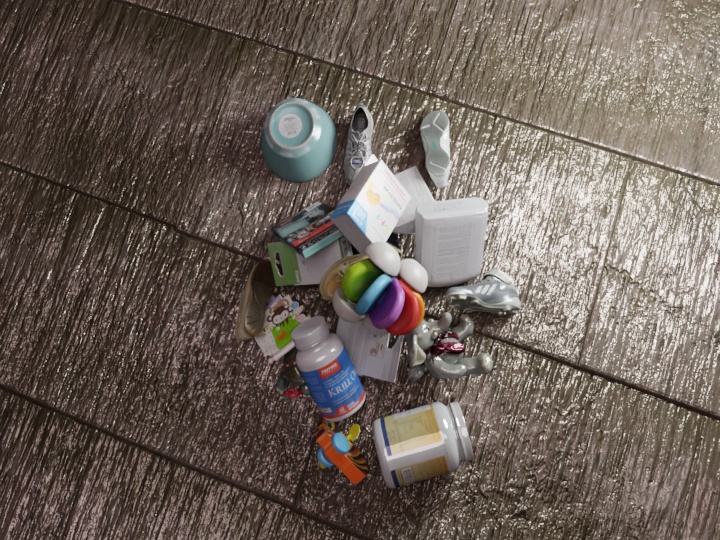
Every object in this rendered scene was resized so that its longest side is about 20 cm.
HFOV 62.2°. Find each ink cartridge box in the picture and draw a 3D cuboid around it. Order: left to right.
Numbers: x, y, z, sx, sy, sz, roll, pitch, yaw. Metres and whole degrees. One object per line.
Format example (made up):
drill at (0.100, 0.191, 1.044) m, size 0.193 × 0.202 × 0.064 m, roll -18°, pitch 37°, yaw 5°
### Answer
ink cartridge box at (-0.113, -0.027, 1.375) m, size 0.194 × 0.059 × 0.107 m, roll -4°, pitch 105°, yaw 28°
ink cartridge box at (0.027, 0.137, 1.348) m, size 0.168 × 0.043 × 0.207 m, roll 8°, pitch 82°, yaw 27°
ink cartridge box at (0.033, -0.150, 1.281) m, size 0.115 × 0.067 × 0.203 m, roll 45°, pitch 59°, yaw -26°
ink cartridge box at (0.069, -0.142, 1.379) m, size 0.195 × 0.051 × 0.164 m, roll -24°, pitch 49°, yaw 3°

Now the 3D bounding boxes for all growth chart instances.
growth chart at (-0.193, 0.120, 1.365) m, size 0.145 × 0.018 × 0.200 m, roll -44°, pitch 45°, yaw -5°

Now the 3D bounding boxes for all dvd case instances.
dvd case at (-0.109, -0.097, 1.348) m, size 0.144 × 0.199 × 0.023 m, roll -32°, pitch 122°, yaw -18°

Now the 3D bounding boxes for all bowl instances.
bowl at (-0.155, -0.328, 1.436) m, size 0.193 × 0.105 × 0.209 m, roll -1°, pitch 81°, yaw 4°

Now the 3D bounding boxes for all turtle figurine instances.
turtle figurine at (-0.135, 0.213, 1.355) m, size 0.145 × 0.101 × 0.205 m, roll -19°, pitch 72°, yaw -4°

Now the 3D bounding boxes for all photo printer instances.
photo printer at (0.197, -0.055, 1.328) m, size 0.160 × 0.205 × 0.070 m, roll -8°, pitch 37°, yaw -7°

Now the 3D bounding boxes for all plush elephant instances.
plush elephant at (0.163, 0.151, 1.296) m, size 0.195 × 0.156 × 0.167 m, roll -25°, pitch 38°, yaw 15°

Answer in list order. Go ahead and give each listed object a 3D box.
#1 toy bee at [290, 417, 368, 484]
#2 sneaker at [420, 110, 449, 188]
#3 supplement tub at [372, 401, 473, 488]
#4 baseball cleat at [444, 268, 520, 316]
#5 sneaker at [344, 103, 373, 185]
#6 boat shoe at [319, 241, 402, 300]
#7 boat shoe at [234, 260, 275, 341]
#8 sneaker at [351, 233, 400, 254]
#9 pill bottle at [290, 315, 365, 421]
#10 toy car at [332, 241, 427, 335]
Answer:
toy bee at (-0.057, 0.371, 1.324) m, size 0.128 × 0.109 × 0.204 m, roll -22°, pitch 110°, yaw 14°
sneaker at (0.180, -0.289, 1.423) m, size 0.068 × 0.081 × 0.207 m, roll -3°, pitch 62°, yaw 12°
supplement tub at (0.133, 0.369, 1.280) m, size 0.193 × 0.145 × 0.149 m, roll -16°, pitch 80°, yaw 2°
baseball cleat at (0.270, 0.045, 1.341) m, size 0.194 × 0.070 × 0.110 m, roll 14°, pitch 59°, yaw -24°
sneaker at (-0.009, -0.298, 1.423) m, size 0.072 × 0.082 × 0.208 m, roll -2°, pitch 75°, yaw 9°
boat shoe at (0.000, 0.000, 1.291) m, size 0.197 × 0.062 × 0.075 m, roll -34°, pitch 110°, yaw -13°
boat shoe at (-0.248, 0.068, 1.379) m, size 0.064 × 0.071 × 0.205 m, roll -29°, pitch 41°, yaw 38°
sneaker at (0.000, -0.038, 1.390) m, size 0.195 × 0.077 × 0.151 m, roll -11°, pitch 77°, yaw 2°
pill bottle at (-0.073, 0.207, 1.273) m, size 0.109 × 0.113 × 0.205 m, roll -25°, pitch 108°, yaw 0°
toy car at (0.051, 0.060, 1.207) m, size 0.176 × 0.197 × 0.151 m, roll -51°, pitch 38°, yaw 15°
